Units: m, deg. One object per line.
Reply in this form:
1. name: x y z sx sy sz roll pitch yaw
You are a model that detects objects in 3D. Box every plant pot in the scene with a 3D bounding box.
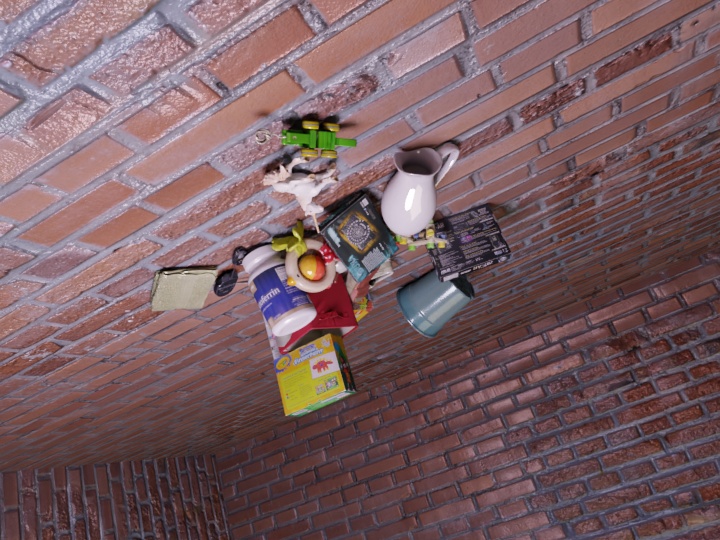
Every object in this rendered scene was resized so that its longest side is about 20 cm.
1. plant pot: 0.257 0.086 1.836 0.196 0.201 0.200 -40 151 27

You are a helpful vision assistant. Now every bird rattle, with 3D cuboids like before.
1. bird rattle: -0.114 -0.027 1.318 0.200 0.164 0.113 15 160 -40

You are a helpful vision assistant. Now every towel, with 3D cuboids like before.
1. towel: -0.442 0.049 1.378 0.148 0.037 0.200 -4 154 -30

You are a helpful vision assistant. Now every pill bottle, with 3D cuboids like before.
1. pill bottle: -0.197 0.045 1.326 0.116 0.200 0.116 -28 164 -9

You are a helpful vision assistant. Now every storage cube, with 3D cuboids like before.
1. storage cube: -0.139 0.116 1.587 0.171 0.180 0.200 2 149 -41

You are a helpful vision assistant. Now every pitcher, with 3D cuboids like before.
1. pitcher: 0.132 -0.179 1.214 0.171 0.121 0.200 -24 150 -23

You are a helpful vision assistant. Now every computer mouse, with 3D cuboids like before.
1. computer mouse: -0.324 0.001 1.374 0.059 0.034 0.200 -20 156 -41

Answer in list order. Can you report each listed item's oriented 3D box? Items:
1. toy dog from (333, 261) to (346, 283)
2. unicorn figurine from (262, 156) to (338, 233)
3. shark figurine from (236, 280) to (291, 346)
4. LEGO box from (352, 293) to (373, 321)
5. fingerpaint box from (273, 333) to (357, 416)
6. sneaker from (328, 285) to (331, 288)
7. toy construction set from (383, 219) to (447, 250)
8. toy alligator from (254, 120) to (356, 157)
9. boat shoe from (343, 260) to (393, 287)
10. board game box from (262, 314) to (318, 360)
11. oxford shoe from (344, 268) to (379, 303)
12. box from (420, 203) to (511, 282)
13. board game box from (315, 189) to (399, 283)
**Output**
1. toy dog: -0.012 -0.023 1.452 0.199 0.097 0.132 -18 156 14
2. unicorn figurine: -0.110 -0.167 1.108 0.137 0.074 0.200 -24 145 38
3. shark figurine: -0.231 0.109 1.455 0.128 0.215 0.089 -16 -166 40
4. LEGO box: -0.075 0.137 1.821 0.149 0.077 0.200 -3 153 -34
5. fingerpaint box: -0.128 0.292 1.546 0.200 0.167 0.073 -28 154 19
6. sneaker: -0.172 0.038 1.431 0.199 0.085 0.077 5 160 2
7. toy construction set: 0.128 -0.104 1.398 0.131 0.092 0.200 -1 158 26
8. toy alligator: -0.101 -0.231 0.975 0.200 0.059 0.054 -4 -166 -32
9. boat shoe: 0.017 0.022 1.644 0.072 0.062 0.200 4 149 -43
10. board game box: -0.207 0.203 1.708 0.147 0.200 0.064 -15 158 -7
11. oxford shoe: 0.000 0.000 1.572 0.071 0.074 0.200 -14 140 -47
12. box: 0.280 -0.075 1.497 0.199 0.161 0.044 -20 157 1
13. board game box: -0.002 -0.074 1.295 0.135 0.028 0.200 -40 134 -5
